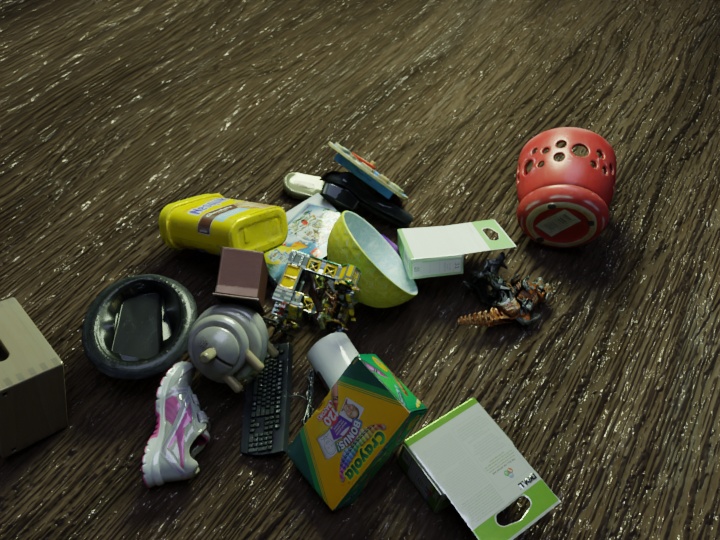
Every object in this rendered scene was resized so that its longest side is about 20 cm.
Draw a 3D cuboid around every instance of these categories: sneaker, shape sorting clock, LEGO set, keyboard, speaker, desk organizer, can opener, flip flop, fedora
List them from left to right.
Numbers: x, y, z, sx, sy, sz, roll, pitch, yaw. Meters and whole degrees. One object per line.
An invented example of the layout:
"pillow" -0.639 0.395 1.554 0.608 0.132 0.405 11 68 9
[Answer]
"fedora" -0.359 0.106 1.116 0.199 0.092 0.201 3 53 -4
"sneaker" -0.271 0.236 1.033 0.088 0.082 0.201 5 58 -4
"desk organizer" -0.196 0.021 1.129 0.071 0.200 0.078 7 80 -4
"keyboard" -0.128 0.204 1.092 0.126 0.021 0.201 -7 50 6
"LEGO set" -0.082 0.067 1.125 0.153 0.200 0.116 22 57 -5
"flip flop" -0.064 -0.181 1.415 0.199 0.058 0.081 10 49 -3
"speaker" -0.008 0.197 1.089 0.081 0.081 0.200 -21 56 -23
"can opener" 0.015 -0.139 1.372 0.199 0.063 0.079 25 80 -13
"shape sorting clock" 0.017 -0.208 1.387 0.200 0.039 0.200 34 13 -9

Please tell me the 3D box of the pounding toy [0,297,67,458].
"pounding toy" -0.556 0.162 1.005 0.142 0.185 0.200 -26 56 -40

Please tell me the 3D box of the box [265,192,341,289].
"box" -0.116 -0.054 1.304 0.200 0.038 0.137 -35 62 -23

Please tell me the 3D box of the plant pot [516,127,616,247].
"plant pot" 0.417 -0.158 1.371 0.199 0.201 0.183 12 58 3

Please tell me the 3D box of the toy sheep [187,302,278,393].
"toy sheep" -0.207 0.117 1.062 0.137 0.200 0.139 0 94 4

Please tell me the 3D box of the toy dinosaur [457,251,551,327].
"toy dinosaur" 0.266 0.049 1.247 0.199 0.102 0.136 -15 67 -45

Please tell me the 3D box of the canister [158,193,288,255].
"canister" -0.249 -0.081 1.229 0.199 0.087 0.148 12 25 38

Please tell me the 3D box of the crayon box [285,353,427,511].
"crayon box" -0.009 0.237 0.989 0.119 0.200 0.058 43 17 27

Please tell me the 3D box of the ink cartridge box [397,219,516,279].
"ink cartridge box" 0.178 -0.044 1.281 0.199 0.048 0.146 -5 26 -5

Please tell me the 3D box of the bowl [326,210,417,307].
"bowl" 0.000 0.000 1.224 0.108 0.200 0.201 -41 54 16

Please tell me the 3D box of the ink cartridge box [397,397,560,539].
"ink cartridge box" 0.173 0.317 1.014 0.147 0.076 0.200 -25 58 -26

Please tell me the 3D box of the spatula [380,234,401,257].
"spatula" -0.006 -0.072 1.356 0.199 0.021 0.057 30 52 18
